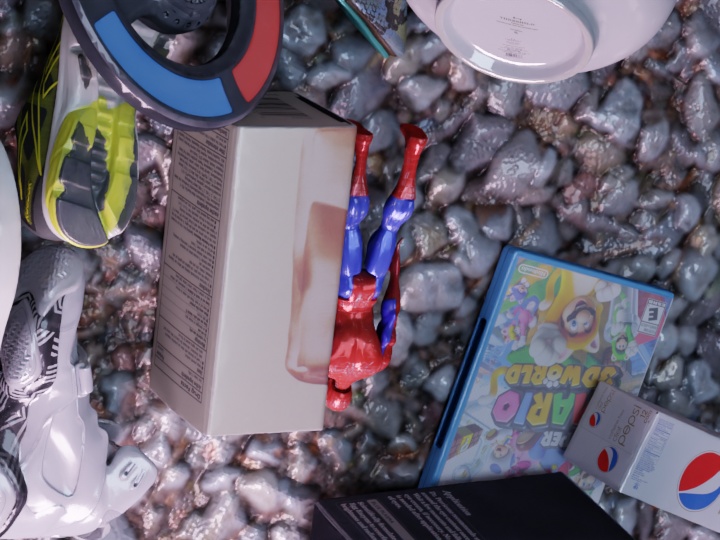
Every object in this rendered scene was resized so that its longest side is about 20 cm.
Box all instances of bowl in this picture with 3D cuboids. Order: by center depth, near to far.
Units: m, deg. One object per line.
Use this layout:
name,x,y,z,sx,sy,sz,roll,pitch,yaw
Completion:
bowl,0.099,-0.174,1.664,0.201,0.201,0.090,38,54,-32

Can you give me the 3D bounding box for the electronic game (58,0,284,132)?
electronic game,-0.114,-0.179,1.670,0.200,0.042,0.200,25,57,-46

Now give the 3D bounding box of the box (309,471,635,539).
box,0.066,0.256,1.907,0.200,0.117,0.197,-4,116,-27

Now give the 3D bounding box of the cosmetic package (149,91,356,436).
cosmetic package,-0.069,-0.006,1.770,0.087,0.103,0.200,-1,108,-27

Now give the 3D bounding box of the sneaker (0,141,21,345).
sneaker,-0.287,0.013,1.668,0.146,0.081,0.200,-2,113,-32

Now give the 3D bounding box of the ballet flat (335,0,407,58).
ballet flat,-0.012,-0.204,1.736,0.074,0.074,0.200,-53,137,-4

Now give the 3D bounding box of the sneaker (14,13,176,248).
sneaker,-0.172,-0.111,1.698,0.074,0.085,0.200,23,73,-38

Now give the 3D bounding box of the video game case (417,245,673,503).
video game case,0.127,0.092,1.957,0.143,0.018,0.200,15,99,-32

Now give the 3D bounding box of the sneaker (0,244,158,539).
sneaker,-0.182,0.082,1.756,0.115,0.075,0.200,10,106,-31

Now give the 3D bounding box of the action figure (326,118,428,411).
action figure,0.000,0.000,1.841,0.065,0.052,0.200,1,110,-23

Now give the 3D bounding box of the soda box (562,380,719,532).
soda box,0.241,0.144,1.994,0.200,0.068,0.064,25,93,-39
